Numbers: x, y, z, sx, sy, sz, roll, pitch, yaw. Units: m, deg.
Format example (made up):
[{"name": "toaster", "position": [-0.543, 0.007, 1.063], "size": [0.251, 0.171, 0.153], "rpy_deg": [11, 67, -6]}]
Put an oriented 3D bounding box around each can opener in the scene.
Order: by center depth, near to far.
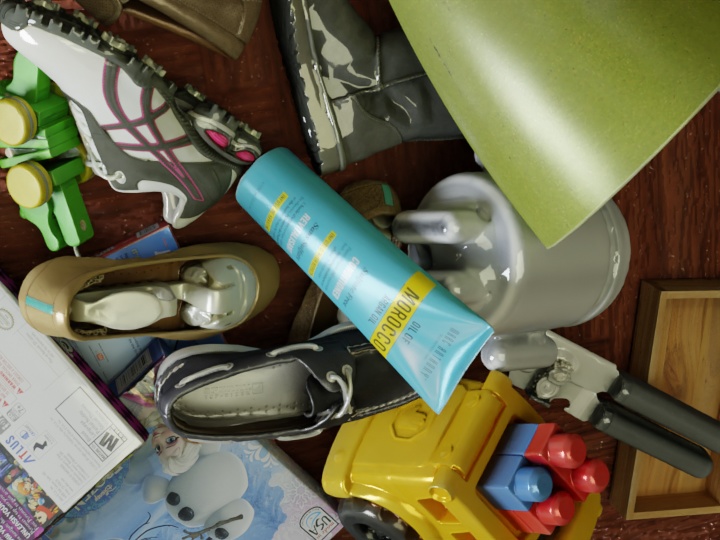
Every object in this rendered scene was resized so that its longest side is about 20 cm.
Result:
[{"name": "can opener", "position": [0.201, 0.099, 0.923], "size": [0.199, 0.067, 0.053], "rpy_deg": [28, 109, -12]}]

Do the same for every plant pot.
[{"name": "plant pot", "position": [0.110, -0.150, 0.719], "size": [0.200, 0.187, 0.187], "rpy_deg": [44, 91, 2]}]

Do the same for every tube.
[{"name": "tube", "position": [0.000, 0.000, 0.776], "size": [0.050, 0.200, 0.078], "rpy_deg": [-26, 153, -46]}]

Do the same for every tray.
[{"name": "tray", "position": [0.272, 0.107, 0.981], "size": [0.098, 0.037, 0.202], "rpy_deg": [-1, 106, -17]}]

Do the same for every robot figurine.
[{"name": "robot figurine", "position": [0.114, -0.014, 0.835], "size": [0.199, 0.113, 0.171], "rpy_deg": [-2, 96, -40]}]

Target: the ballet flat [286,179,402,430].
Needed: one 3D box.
[{"name": "ballet flat", "position": [-0.008, 0.035, 0.851], "size": [0.067, 0.072, 0.201], "rpy_deg": [14, 103, -20]}]

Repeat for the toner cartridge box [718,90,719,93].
[{"name": "toner cartridge box", "position": [0.271, -0.231, 0.841], "size": [0.043, 0.095, 0.201], "rpy_deg": [13, 102, -19]}]

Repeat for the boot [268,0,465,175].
[{"name": "boot", "position": [0.045, -0.166, 0.805], "size": [0.199, 0.073, 0.183], "rpy_deg": [-17, 111, -10]}]

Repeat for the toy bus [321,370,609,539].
[{"name": "toy bus", "position": [0.104, 0.163, 0.845], "size": [0.200, 0.191, 0.136], "rpy_deg": [48, 57, -26]}]

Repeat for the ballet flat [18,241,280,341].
[{"name": "ballet flat", "position": [-0.125, 0.021, 0.781], "size": [0.199, 0.063, 0.069], "rpy_deg": [-7, 106, -38]}]

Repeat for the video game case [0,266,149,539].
[{"name": "video game case", "position": [-0.272, 0.097, 0.774], "size": [0.181, 0.036, 0.200], "rpy_deg": [-42, 93, -1]}]

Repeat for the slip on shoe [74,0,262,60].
[{"name": "slip on shoe", "position": [-0.158, -0.185, 0.735], "size": [0.199, 0.076, 0.061], "rpy_deg": [12, 92, -28]}]

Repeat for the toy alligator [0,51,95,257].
[{"name": "toy alligator", "position": [-0.209, -0.058, 0.772], "size": [0.054, 0.059, 0.201], "rpy_deg": [3, 114, 28]}]

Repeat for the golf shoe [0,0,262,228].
[{"name": "golf shoe", "position": [-0.151, -0.096, 0.739], "size": [0.200, 0.077, 0.088], "rpy_deg": [33, 95, -41]}]

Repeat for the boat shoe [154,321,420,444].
[{"name": "boat shoe", "position": [-0.038, 0.078, 0.787], "size": [0.198, 0.060, 0.074], "rpy_deg": [-1, 107, -10]}]

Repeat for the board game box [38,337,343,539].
[{"name": "board game box", "position": [-0.146, 0.186, 0.852], "size": [0.200, 0.043, 0.199], "rpy_deg": [-44, 114, 1]}]

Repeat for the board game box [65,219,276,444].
[{"name": "board game box", "position": [-0.143, 0.073, 0.850], "size": [0.102, 0.019, 0.201], "rpy_deg": [-25, 113, -6]}]
